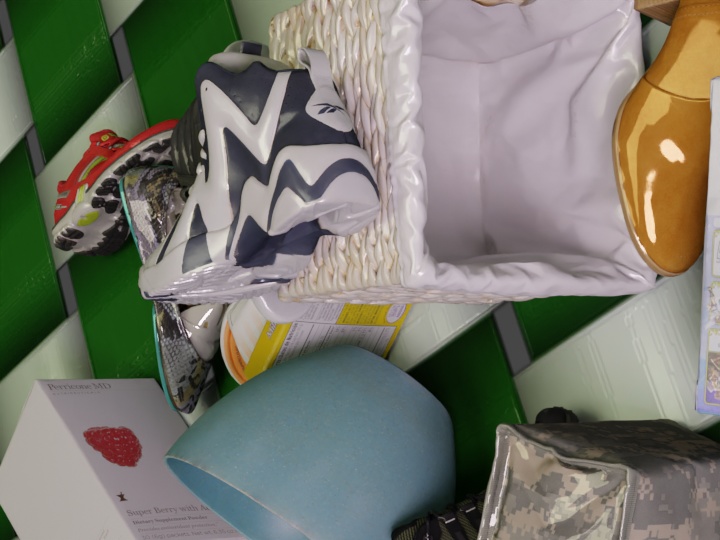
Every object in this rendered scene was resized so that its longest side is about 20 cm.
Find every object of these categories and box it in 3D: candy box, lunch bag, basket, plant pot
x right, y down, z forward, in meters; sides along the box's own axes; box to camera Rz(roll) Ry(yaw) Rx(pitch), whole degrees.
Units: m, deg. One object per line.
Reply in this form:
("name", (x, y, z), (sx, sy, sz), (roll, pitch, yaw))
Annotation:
("candy box", (0.000, 0.000, 1.302), (0.026, 0.102, 0.201), (53, 126, 44))
("lunch bag", (0.145, 0.191, 1.066), (0.117, 0.164, 0.201), (15, 99, 44))
("basket", (0.058, -0.079, 1.162), (0.161, 0.198, 0.201), (-8, 83, 52))
("plant pot", (-0.014, 0.130, 1.268), (0.200, 0.200, 0.135), (16, 66, 50))

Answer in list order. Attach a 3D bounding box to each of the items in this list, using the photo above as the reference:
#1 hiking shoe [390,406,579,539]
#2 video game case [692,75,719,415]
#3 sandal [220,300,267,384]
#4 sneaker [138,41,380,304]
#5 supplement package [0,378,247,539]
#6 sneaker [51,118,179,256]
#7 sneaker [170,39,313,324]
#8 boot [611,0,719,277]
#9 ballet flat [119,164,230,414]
("hiking shoe", (0.072, 0.162, 1.157), (0.076, 0.100, 0.201), (94, -161, -63))
("video game case", (0.275, -0.007, 0.973), (0.199, 0.045, 0.182), (5, 92, 35))
("sandal", (-0.045, 0.026, 1.363), (0.079, 0.059, 0.207), (36, 125, -5))
("sneaker", (-0.071, -0.063, 1.115), (0.199, 0.079, 0.130), (-34, 60, 51))
("supplement package", (-0.190, 0.192, 1.507), (0.200, 0.121, 0.120), (49, 125, 39))
("sneaker", (-0.205, -0.085, 1.579), (0.200, 0.077, 0.085), (-33, 56, 43))
("sneaker", (-0.076, -0.045, 1.274), (0.099, 0.070, 0.201), (-41, 54, 52))
("boot", (0.217, -0.101, 1.067), (0.144, 0.071, 0.202), (-7, 79, 50))
("ballet flat", (-0.138, 0.012, 1.493), (0.072, 0.072, 0.201), (-9, 94, 50))
